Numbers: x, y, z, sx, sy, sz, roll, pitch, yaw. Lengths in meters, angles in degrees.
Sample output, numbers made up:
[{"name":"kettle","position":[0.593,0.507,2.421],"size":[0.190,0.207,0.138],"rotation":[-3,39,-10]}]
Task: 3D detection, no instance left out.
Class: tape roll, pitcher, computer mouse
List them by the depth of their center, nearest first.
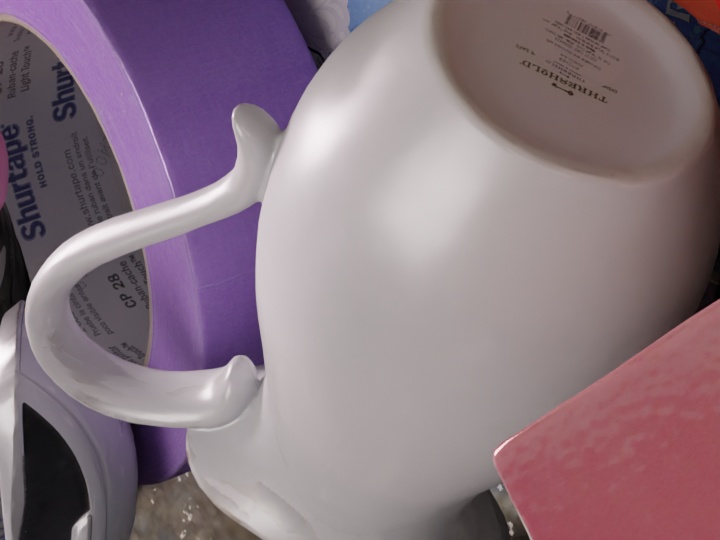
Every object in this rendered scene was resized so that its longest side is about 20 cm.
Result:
[{"name":"pitcher","position":[0.000,0.000,0.695],"size":[0.171,0.121,0.200],"rotation":[23,136,-5]},{"name":"computer mouse","position":[-0.097,0.104,0.844],"size":[0.110,0.044,0.201],"rotation":[-95,5,-60]},{"name":"tape roll","position":[-0.079,-0.030,0.856],"size":[0.200,0.065,0.201],"rotation":[38,138,45]}]

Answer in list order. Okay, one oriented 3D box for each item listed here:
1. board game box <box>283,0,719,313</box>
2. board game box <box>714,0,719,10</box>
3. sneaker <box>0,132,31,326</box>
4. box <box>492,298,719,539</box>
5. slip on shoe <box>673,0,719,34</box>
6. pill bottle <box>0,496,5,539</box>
[{"name":"board game box","position":[0.059,-0.113,0.740],"size":[0.199,0.043,0.201],"rotation":[29,121,39]},{"name":"board game box","position":[0.139,-0.126,0.583],"size":[0.046,0.151,0.201],"rotation":[72,173,-78]},{"name":"sneaker","position":[-0.174,-0.035,0.891],"size":[0.200,0.079,0.096],"rotation":[46,166,46]},{"name":"box","position":[0.153,0.041,0.548],"size":[0.200,0.128,0.109],"rotation":[-35,65,19]},{"name":"slip on shoe","position":[0.113,-0.082,0.628],"size":[0.200,0.061,0.074],"rotation":[33,120,7]},{"name":"pill bottle","position":[-0.189,0.068,0.934],"size":[0.112,0.200,0.113],"rotation":[16,112,43]}]
